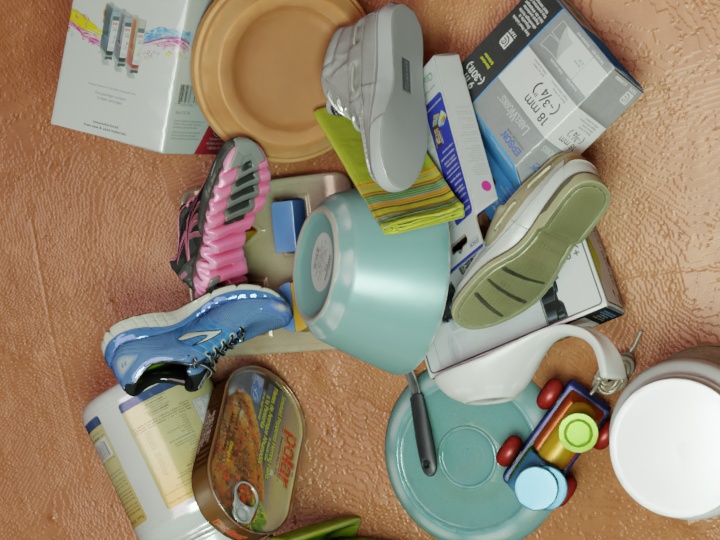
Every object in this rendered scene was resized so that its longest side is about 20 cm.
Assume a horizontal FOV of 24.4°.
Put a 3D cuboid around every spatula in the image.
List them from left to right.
[{"bbox_3d":[0.050,0.113,1.715,0.056,0.020,0.202,-26,73,39],"label":"spatula"}]

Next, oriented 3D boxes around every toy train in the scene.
[{"bbox_3d":[0.212,0.143,1.611,0.084,0.116,0.201,35,97,2],"label":"toy train"}]

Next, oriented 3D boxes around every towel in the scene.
[{"bbox_3d":[0.026,-0.109,1.636,0.201,0.085,0.018,-120,23,-43],"label":"towel"}]

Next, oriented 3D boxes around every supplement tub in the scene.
[{"bbox_3d":[-0.195,0.207,1.778,0.144,0.144,0.201,-30,82,20],"label":"supplement tub"},{"bbox_3d":[0.311,0.149,1.542,0.144,0.200,0.147,1,94,21],"label":"supplement tub"}]

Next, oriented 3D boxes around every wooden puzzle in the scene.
[{"bbox_3d":[-0.100,-0.004,1.780,0.198,0.046,0.187,-5,91,22],"label":"wooden puzzle"}]

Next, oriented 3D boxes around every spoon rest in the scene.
[{"bbox_3d":[0.161,0.091,1.616,0.199,0.099,0.061,-13,76,37],"label":"spoon rest"}]

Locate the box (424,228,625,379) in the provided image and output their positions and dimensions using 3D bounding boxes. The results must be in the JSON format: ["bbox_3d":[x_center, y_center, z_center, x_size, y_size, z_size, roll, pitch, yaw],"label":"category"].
[{"bbox_3d":[0.150,0.023,1.662,0.199,0.060,0.118,-23,71,21],"label":"box"}]

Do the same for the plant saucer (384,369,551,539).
[{"bbox_3d":[0.113,0.191,1.717,0.198,0.027,0.202,2,94,22],"label":"plant saucer"}]

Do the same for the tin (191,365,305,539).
[{"bbox_3d":[-0.115,0.190,1.728,0.112,0.201,0.042,34,131,-22],"label":"tin"}]

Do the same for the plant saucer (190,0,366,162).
[{"bbox_3d":[-0.073,-0.207,1.700,0.198,0.037,0.202,-4,105,-17],"label":"plant saucer"}]

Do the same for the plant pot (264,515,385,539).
[{"bbox_3d":[-0.021,0.366,1.695,0.181,0.199,0.201,29,104,24],"label":"plant pot"}]

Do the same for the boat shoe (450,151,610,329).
[{"bbox_3d":[0.158,-0.028,1.599,0.200,0.074,0.069,-46,36,20],"label":"boat shoe"}]

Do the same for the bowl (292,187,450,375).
[{"bbox_3d":[0.000,0.000,1.651,0.104,0.201,0.203,5,97,-22],"label":"bowl"}]

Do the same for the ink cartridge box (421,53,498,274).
[{"bbox_3d":[0.090,-0.103,1.641,0.095,0.037,0.202,137,125,-61],"label":"ink cartridge box"}]

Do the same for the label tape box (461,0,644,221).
[{"bbox_3d":[0.157,-0.159,1.631,0.200,0.063,0.145,-46,51,17],"label":"label tape box"}]

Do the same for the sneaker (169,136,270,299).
[{"bbox_3d":[-0.156,-0.059,1.729,0.095,0.079,0.201,41,127,35],"label":"sneaker"}]

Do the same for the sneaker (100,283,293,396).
[{"bbox_3d":[-0.161,0.080,1.712,0.198,0.079,0.090,-19,60,-8],"label":"sneaker"}]

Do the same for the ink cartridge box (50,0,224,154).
[{"bbox_3d":[-0.215,-0.235,1.758,0.143,0.145,0.202,16,98,22],"label":"ink cartridge box"}]

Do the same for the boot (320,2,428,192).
[{"bbox_3d":[0.009,-0.160,1.631,0.095,0.073,0.202,-17,58,38],"label":"boot"}]
